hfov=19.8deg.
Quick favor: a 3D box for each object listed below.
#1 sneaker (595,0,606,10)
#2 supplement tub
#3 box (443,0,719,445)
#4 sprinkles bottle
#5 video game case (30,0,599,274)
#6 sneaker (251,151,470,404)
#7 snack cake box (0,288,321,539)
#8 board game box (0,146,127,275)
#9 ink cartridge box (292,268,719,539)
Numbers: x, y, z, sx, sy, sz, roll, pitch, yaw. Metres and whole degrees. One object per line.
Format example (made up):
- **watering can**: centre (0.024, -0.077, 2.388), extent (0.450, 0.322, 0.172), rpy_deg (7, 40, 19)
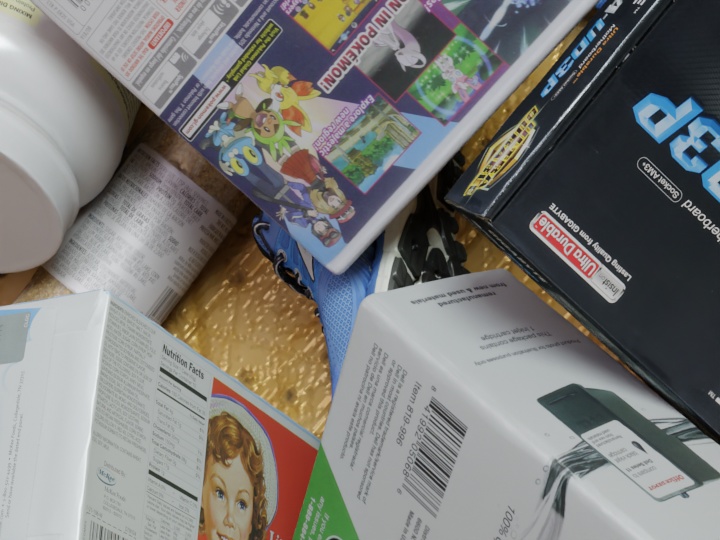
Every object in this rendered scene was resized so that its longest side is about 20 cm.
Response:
- **sneaker**: centre (0.118, -0.119, 0.918), extent (0.111, 0.077, 0.201), rpy_deg (18, 72, 28)
- **supplement tub**: centre (-0.167, -0.115, 0.976), extent (0.144, 0.145, 0.201), rpy_deg (-3, 53, 28)
- **box**: centre (0.154, -0.023, 0.786), extent (0.159, 0.200, 0.046), rpy_deg (-49, 21, -2)
- **sprinkles bottle**: centre (-0.100, -0.023, 1.001), extent (0.068, 0.068, 0.201), rpy_deg (33, 85, 36)
- **video game case**: centre (-0.017, -0.121, 0.824), extent (0.200, 0.182, 0.023), rpy_deg (-46, 4, 33)
- **sneaker**: centre (0.000, 0.000, 0.939), extent (0.089, 0.079, 0.201), rpy_deg (-20, 50, 27)
- **snack cake box**: centre (-0.083, 0.101, 0.849), extent (0.067, 0.200, 0.116), rpy_deg (-9, 62, 25)
- **board game box**: centre (-0.224, -0.054, 1.099), extent (0.199, 0.045, 0.135), rpy_deg (-28, 56, 14)
- **ink cartridge box**: centre (0.072, 0.115, 0.789), extent (0.200, 0.083, 0.147), rpy_deg (42, 128, 36)
